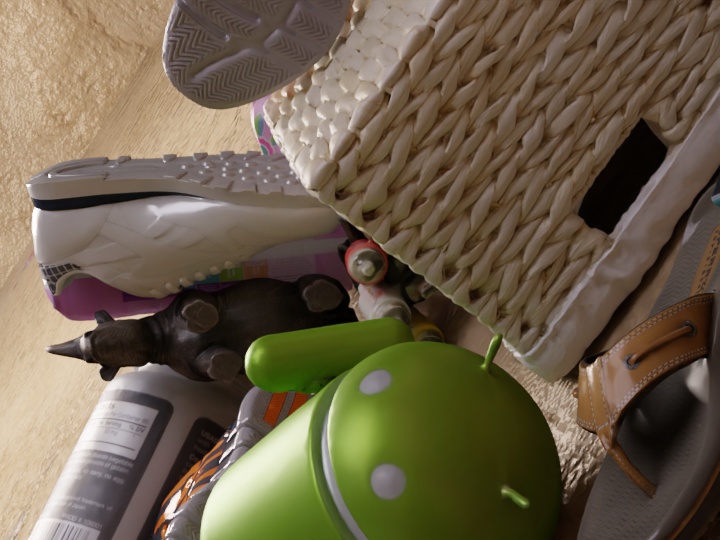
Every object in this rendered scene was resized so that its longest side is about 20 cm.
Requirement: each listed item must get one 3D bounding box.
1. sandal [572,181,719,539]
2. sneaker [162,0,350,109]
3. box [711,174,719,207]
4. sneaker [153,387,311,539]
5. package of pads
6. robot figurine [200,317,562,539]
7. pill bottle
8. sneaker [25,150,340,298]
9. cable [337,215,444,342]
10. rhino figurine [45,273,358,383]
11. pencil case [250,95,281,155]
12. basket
[{"bbox_3d":[0.118,0.034,0.752,0.082,0.055,0.200,-33,28,57],"label":"sandal"},{"bbox_3d":[-0.025,-0.173,0.976,0.200,0.078,0.112,-49,12,19],"label":"sneaker"},{"bbox_3d":[0.209,-0.106,0.751,0.082,0.049,0.200,-28,33,62],"label":"box"},{"bbox_3d":[-0.079,0.160,1.085,0.112,0.078,0.200,-51,6,36],"label":"sneaker"},{"bbox_3d":[-0.111,-0.013,1.267,0.120,0.199,0.076,-154,58,-76],"label":"package of pads"},{"bbox_3d":[0.008,0.107,0.837,0.200,0.115,0.176,-41,49,43],"label":"robot figurine"},{"bbox_3d":[-0.131,0.136,1.220,0.113,0.113,0.200,-28,33,61],"label":"pill bottle"},{"bbox_3d":[-0.101,-0.026,1.153,0.076,0.199,0.081,-44,-48,-68],"label":"sneaker"},{"bbox_3d":[0.000,0.000,1.118,0.050,0.097,0.200,-38,14,-9],"label":"cable"},{"bbox_3d":[-0.091,0.039,1.169,0.087,0.199,0.060,-160,63,-81],"label":"rhino figurine"},{"bbox_3d":[0.017,-0.090,1.145,0.200,0.087,0.088,-4,54,55],"label":"pencil case"},{"bbox_3d":[0.072,-0.087,0.940,0.198,0.161,0.200,-55,17,8],"label":"basket"}]
